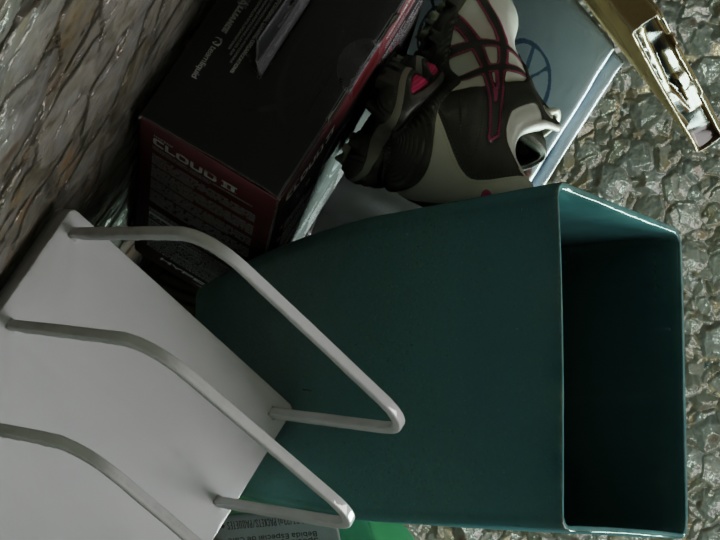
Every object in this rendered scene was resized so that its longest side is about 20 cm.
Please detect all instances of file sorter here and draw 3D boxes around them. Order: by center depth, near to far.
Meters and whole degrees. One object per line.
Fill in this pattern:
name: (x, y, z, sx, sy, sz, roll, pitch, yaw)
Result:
file sorter: (-0.094, 0.097, 0.842, 0.124, 0.139, 0.201, 0, -127, 54)

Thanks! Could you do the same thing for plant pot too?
plant pot: (0.030, 0.049, 0.990, 0.141, 0.198, 0.143, 14, 74, -59)

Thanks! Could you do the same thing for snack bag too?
snack bag: (0.056, -0.119, 1.272, 0.021, 0.201, 0.189, -3, 136, -38)

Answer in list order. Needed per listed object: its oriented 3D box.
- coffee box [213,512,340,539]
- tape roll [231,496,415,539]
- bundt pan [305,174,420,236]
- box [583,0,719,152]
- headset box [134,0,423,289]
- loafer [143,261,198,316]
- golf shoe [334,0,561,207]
coffee box: (-0.104, 0.182, 1.019, 0.080, 0.198, 0.115, 125, -42, -57)
tape roll: (-0.048, 0.212, 1.200, 0.200, 0.048, 0.202, -30, -137, 32)
bundt pan: (0.000, 0.000, 1.211, 0.202, 0.075, 0.203, 20, 90, -89)
box: (0.117, -0.167, 1.167, 0.021, 0.201, 0.163, -37, 152, 6)
headset box: (-0.037, -0.082, 1.021, 0.149, 0.077, 0.200, -59, 175, -18)
loafer: (-0.080, 0.016, 1.219, 0.200, 0.076, 0.068, -55, 168, -50)
golf shoe: (0.054, -0.078, 1.053, 0.078, 0.088, 0.200, -64, 177, 32)
